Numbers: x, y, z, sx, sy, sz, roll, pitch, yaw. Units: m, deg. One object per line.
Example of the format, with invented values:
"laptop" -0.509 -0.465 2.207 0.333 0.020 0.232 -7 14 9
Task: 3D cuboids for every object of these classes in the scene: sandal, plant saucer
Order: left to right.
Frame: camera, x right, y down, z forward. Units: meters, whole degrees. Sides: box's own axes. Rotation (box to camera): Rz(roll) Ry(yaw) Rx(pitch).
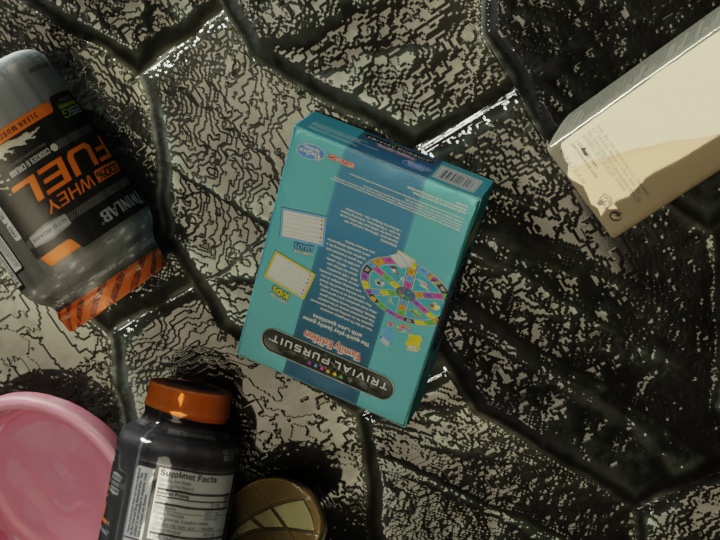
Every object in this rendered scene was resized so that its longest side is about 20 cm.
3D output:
"plant saucer" -0.276 0.197 1.180 0.198 0.051 0.203 7 112 17
"sandal" -0.084 0.232 1.119 0.200 0.054 0.081 -44 63 44

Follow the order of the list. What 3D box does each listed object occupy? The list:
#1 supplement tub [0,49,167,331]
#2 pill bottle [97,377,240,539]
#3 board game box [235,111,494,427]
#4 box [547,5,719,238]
"supplement tub" -0.247 -0.061 1.027 0.122 0.123 0.201 -30 98 27
"pill bottle" -0.158 0.192 1.082 0.105 0.106 0.202 11 90 16
"board game box" 0.000 0.000 1.001 0.150 0.047 0.202 22 117 11
"box" 0.227 -0.116 0.845 0.199 0.095 0.078 -35 96 29
